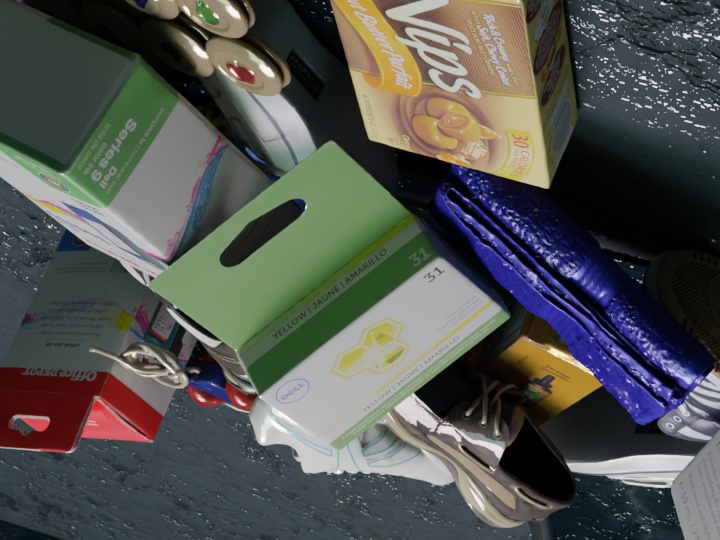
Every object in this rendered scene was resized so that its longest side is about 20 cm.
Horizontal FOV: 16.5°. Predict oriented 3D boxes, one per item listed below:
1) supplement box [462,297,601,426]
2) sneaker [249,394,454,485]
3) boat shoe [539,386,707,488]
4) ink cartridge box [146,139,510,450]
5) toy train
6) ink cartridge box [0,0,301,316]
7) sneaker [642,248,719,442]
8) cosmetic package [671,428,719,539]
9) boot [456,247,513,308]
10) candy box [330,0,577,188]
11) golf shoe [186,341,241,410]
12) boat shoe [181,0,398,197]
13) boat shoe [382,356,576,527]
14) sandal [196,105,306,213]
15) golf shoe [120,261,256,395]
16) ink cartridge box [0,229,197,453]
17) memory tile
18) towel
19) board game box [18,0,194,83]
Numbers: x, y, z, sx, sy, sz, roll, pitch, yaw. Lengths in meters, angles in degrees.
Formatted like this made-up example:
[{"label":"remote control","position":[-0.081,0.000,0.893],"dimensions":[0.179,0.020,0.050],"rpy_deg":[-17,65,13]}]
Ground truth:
[{"label":"supplement box","position":[0.113,0.061,1.703],"dimensions":[0.066,0.069,0.200],"rpy_deg":[26,158,-10]},{"label":"sneaker","position":[-0.002,0.106,1.693],"dimensions":[0.080,0.070,0.200],"rpy_deg":[-38,140,17]},{"label":"boat shoe","position":[0.204,0.122,1.754],"dimensions":[0.200,0.072,0.066],"rpy_deg":[-4,142,31]},{"label":"ink cartridge box","position":[-0.015,0.019,1.503],"dimensions":[0.200,0.145,0.048],"rpy_deg":[39,-164,-54]},{"label":"toy train","position":[-0.080,0.040,1.735],"dimensions":[0.200,0.116,0.085],"rpy_deg":[25,168,-25]},{"label":"ink cartridge box","position":[-0.148,-0.068,1.483],"dimensions":[0.145,0.088,0.200],"rpy_deg":[25,171,36]},{"label":"sneaker","position":[0.215,0.054,1.590],"dimensions":[0.108,0.070,0.200],"rpy_deg":[-6,147,45]},{"label":"cosmetic package","position":[0.279,0.116,1.517],"dimensions":[0.074,0.102,0.200],"rpy_deg":[8,135,-27]},{"label":"boot","position":[0.000,0.000,1.673],"dimensions":[0.200,0.074,0.075],"rpy_deg":[21,165,-2]},{"label":"candy box","position":[0.051,-0.127,1.362],"dimensions":[0.115,0.055,0.200],"rpy_deg":[15,156,16]},{"label":"golf shoe","position":[-0.041,0.090,1.868],"dimensions":[0.200,0.078,0.095],"rpy_deg":[12,154,26]},{"label":"boat shoe","position":[-0.056,-0.098,1.499],"dimensions":[0.086,0.075,0.202],"rpy_deg":[2,146,39]},{"label":"boat shoe","position":[0.078,0.094,1.652],"dimensions":[0.073,0.075,0.200],"rpy_deg":[-12,135,38]},{"label":"sandal","position":[-0.087,-0.053,1.609],"dimensions":[0.200,0.087,0.080],"rpy_deg":[11,156,29]},{"label":"golf shoe","position":[-0.114,-0.010,1.666],"dimensions":[0.200,0.078,0.094],"rpy_deg":[45,174,18]},{"label":"ink cartridge box","position":[-0.185,0.054,1.779],"dimensions":[0.116,0.200,0.067],"rpy_deg":[0,148,42]},{"label":"memory tile","position":[-0.140,-0.163,1.395],"dimensions":[0.200,0.017,0.153],"rpy_deg":[18,154,34]},{"label":"towel","position":[0.119,0.012,1.505],"dimensions":[0.200,0.050,0.148],"rpy_deg":[45,169,5]},{"label":"board game box","position":[-0.183,-0.184,1.483],"dimensions":[0.120,0.032,0.200],"rpy_deg":[6,151,25]}]
